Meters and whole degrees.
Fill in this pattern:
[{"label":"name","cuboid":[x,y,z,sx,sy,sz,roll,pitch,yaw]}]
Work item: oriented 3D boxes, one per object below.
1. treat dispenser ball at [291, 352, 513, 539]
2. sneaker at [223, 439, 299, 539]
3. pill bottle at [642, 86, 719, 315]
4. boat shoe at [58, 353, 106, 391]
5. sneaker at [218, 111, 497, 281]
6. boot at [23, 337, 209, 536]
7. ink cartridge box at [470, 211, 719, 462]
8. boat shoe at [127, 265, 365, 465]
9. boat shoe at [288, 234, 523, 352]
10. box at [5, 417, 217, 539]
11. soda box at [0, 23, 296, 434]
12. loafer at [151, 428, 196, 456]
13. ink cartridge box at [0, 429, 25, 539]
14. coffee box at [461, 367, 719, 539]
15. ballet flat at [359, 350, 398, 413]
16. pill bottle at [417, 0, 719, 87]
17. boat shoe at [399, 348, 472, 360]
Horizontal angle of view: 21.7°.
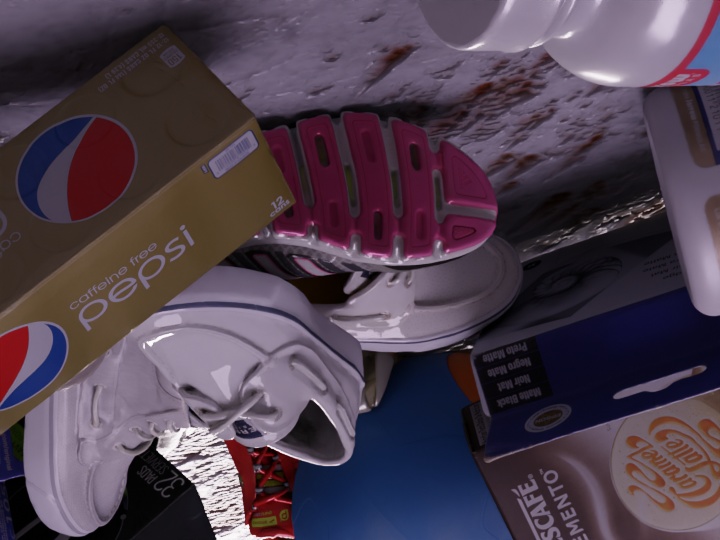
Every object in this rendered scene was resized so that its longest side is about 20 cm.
[{"label":"treat dispenser ball","cuboid":[0.056,0.152,1.194,0.200,0.201,0.201,-11,162,-4]},{"label":"sneaker","cuboid":[-0.052,0.136,1.254,0.077,0.085,0.200,-6,135,17]},{"label":"pill bottle","cuboid":[0.244,-0.055,0.897,0.199,0.116,0.116,-14,162,8]},{"label":"boat shoe","cuboid":[-0.198,-0.001,0.828,0.093,0.075,0.200,15,171,32]},{"label":"sneaker","cuboid":[-0.037,-0.023,0.887,0.199,0.074,0.087,-4,161,-10]},{"label":"boot","cuboid":[-0.118,0.075,0.976,0.095,0.074,0.200,15,134,14]},{"label":"ink cartridge box","cuboid":[0.160,0.017,1.020,0.199,0.041,0.200,-20,-164,18]},{"label":"boat shoe","cuboid":[-0.048,0.049,0.875,0.073,0.066,0.200,-15,159,25]},{"label":"boat shoe","cuboid":[0.000,0.000,0.994,0.199,0.071,0.070,0,160,-19]},{"label":"box","cuboid":[-0.200,0.183,1.108,0.200,0.148,0.124,-40,142,-20]},{"label":"soda box","cuboid":[-0.128,-0.002,0.737,0.200,0.068,0.064,-38,148,-9]},{"label":"loafer","cuboid":[-0.109,0.068,1.121,0.070,0.068,0.201,-22,170,-17]},{"label":"ink cartridge box","cuboid":[-0.270,0.106,1.018,0.199,0.137,0.076,-14,166,7]},{"label":"coffee box","cuboid":[0.170,0.095,1.047,0.200,0.115,0.080,-26,-166,5]},{"label":"ballet flat","cuboid":[-0.014,0.045,1.109,0.068,0.073,0.200,-14,163,11]},{"label":"pill bottle","cuboid":[0.122,-0.117,0.637,0.199,0.109,0.109,-4,161,-23]},{"label":"boat shoe","cuboid":[0.030,0.102,1.308,0.199,0.072,0.072,-6,161,-11]}]
